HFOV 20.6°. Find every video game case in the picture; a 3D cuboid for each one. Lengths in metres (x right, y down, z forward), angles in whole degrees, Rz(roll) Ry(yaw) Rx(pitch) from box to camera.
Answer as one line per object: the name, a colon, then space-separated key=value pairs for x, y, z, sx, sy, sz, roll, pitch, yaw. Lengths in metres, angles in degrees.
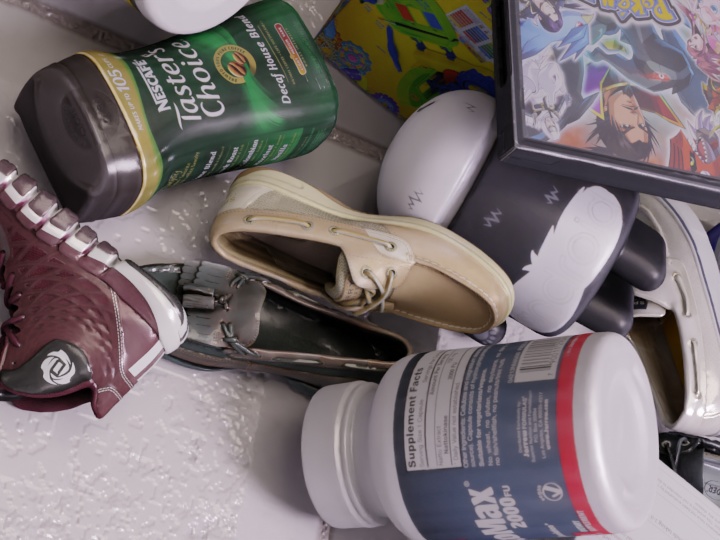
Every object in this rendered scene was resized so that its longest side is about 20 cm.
video game case: x=0.173 y=-0.136 z=1.254 sx=0.198 sy=0.025 sz=0.182 roll=10 pitch=65 yaw=-25

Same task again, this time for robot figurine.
robot figurine: x=0.107 y=-0.036 z=1.320 sx=0.199 sy=0.125 sz=0.151 roll=30 pitch=74 yaw=-3

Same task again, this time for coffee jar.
coffee jar: x=-0.118 y=-0.103 z=1.274 sx=0.199 sy=0.085 sz=0.105 roll=-22 pitch=79 yaw=-34

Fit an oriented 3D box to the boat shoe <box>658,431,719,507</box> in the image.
boat shoe: x=0.227 y=0.145 z=1.364 sx=0.198 sy=0.066 sz=0.075 roll=20 pitch=61 yaw=-20

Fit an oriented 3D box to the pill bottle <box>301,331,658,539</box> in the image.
pill bottle: x=0.071 y=0.106 z=1.207 sx=0.119 sy=0.198 sz=0.121 roll=27 pitch=59 yaw=-59

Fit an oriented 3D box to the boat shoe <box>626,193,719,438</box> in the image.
boat shoe: x=0.212 y=0.026 z=1.399 sx=0.069 sy=0.071 sz=0.202 roll=3 pitch=60 yaw=-30

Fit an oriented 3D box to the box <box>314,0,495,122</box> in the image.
box: x=0.106 y=-0.173 z=1.365 sx=0.200 sy=0.192 sz=0.122 roll=39 pitch=56 yaw=-9

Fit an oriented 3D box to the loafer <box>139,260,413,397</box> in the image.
loafer: x=-0.059 y=0.032 z=1.259 sx=0.198 sy=0.063 sz=0.072 roll=18 pitch=60 yaw=-21

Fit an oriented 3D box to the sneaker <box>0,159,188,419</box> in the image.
sneaker: x=-0.209 y=0.013 z=1.182 sx=0.199 sy=0.076 sz=0.116 roll=37 pitch=78 yaw=9

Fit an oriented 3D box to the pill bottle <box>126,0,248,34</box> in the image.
pill bottle: x=-0.152 y=-0.248 z=1.271 sx=0.111 sy=0.112 sz=0.200 roll=-24 pitch=52 yaw=-34

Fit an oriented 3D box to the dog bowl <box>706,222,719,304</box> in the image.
dog bowl: x=0.330 y=0.041 z=1.462 sx=0.198 sy=0.079 sz=0.202 roll=12 pitch=62 yaw=-24

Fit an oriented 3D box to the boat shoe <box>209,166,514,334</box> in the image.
boat shoe: x=0.000 y=0.000 z=1.264 sx=0.198 sy=0.072 sz=0.065 roll=23 pitch=43 yaw=2

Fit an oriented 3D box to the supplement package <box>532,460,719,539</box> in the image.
supplement package: x=0.143 y=0.227 z=1.249 sx=0.117 sy=0.117 sz=0.201 roll=39 pitch=55 yaw=-9
